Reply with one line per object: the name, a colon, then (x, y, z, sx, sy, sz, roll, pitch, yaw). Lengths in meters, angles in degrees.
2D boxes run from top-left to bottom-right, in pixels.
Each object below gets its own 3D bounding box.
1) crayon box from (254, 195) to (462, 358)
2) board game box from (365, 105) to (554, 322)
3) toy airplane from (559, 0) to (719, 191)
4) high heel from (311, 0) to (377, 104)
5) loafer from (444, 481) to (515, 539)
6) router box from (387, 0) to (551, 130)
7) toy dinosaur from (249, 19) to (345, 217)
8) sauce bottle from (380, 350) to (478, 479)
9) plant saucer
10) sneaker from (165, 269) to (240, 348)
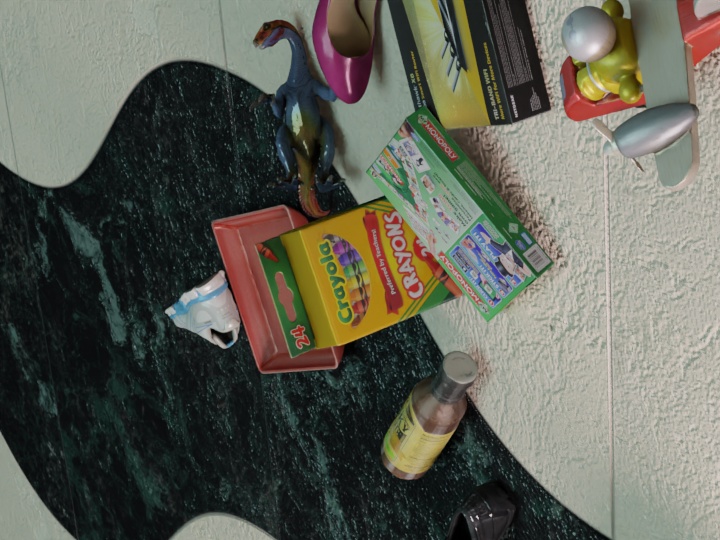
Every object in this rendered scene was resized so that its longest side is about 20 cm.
crayon box: (0.000, 0.000, 1.946, 0.051, 0.199, 0.128, -11, 99, 59)
board game box: (0.095, -0.054, 1.874, 0.200, 0.029, 0.135, 51, 154, 4)
toy airplane: (0.231, -0.187, 1.520, 0.200, 0.140, 0.201, 48, 126, 55)
high heel: (-0.006, -0.265, 1.919, 0.096, 0.067, 0.202, -154, 54, -63)
loafer: (0.114, 0.311, 2.080, 0.068, 0.070, 0.202, 49, 144, 31)
router box: (0.094, -0.238, 1.795, 0.157, 0.052, 0.202, 1, 109, 58)
toy dinosaur: (-0.079, -0.177, 2.084, 0.200, 0.104, 0.183, 115, 148, -66)
sauce bottle: (0.078, 0.155, 2.053, 0.065, 0.064, 0.201, 55, 145, 22)
plant saucer: (-0.093, 0.021, 2.269, 0.199, 0.036, 0.201, -9, 100, 58)
sneaker: (-0.193, 0.063, 2.393, 0.087, 0.075, 0.200, 59, 167, 1)
